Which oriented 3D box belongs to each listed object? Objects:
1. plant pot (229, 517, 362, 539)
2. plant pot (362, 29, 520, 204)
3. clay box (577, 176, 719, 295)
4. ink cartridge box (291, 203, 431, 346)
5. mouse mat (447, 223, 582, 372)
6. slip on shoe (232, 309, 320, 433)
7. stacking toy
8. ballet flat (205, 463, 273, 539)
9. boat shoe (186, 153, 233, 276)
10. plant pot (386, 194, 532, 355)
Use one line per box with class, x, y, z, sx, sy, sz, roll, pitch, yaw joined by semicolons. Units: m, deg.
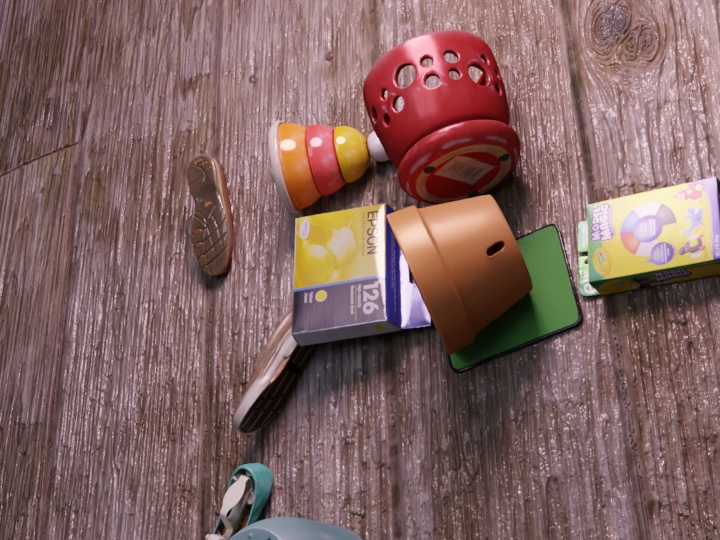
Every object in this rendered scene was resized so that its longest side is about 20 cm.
plant pot;-0.098;0.410;1.494;0.199;0.161;0.202;-16;59;28
plant pot;0.117;-0.204;1.638;0.199;0.200;0.184;-26;61;22
clay box;0.363;-0.040;1.475;0.199;0.048;0.116;-12;60;29
ink cartridge box;0.000;0.000;1.676;0.198;0.047;0.199;-11;57;17
mouse mat;0.196;0.037;1.580;0.199;0.008;0.162;-25;55;24
slip on shoe;-0.130;0.144;1.706;0.060;0.076;0.201;28;81;32
stacking toy;-0.035;-0.175;1.797;0.198;0.146;0.147;-11;59;8
ballet flat;-0.184;0.364;1.637;0.067;0.070;0.202;9;73;37
boat shoe;-0.234;-0.089;1.908;0.071;0.067;0.202;-14;77;25
plant pot;0.135;-0.010;1.530;0.139;0.200;0.201;-25;53;2
